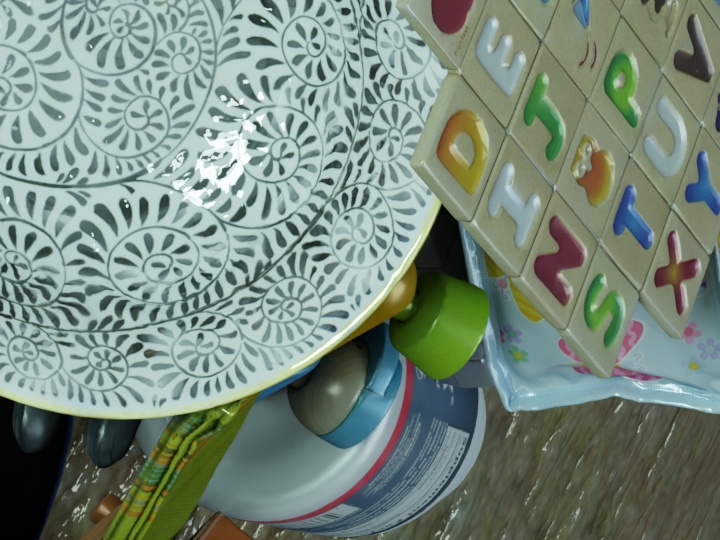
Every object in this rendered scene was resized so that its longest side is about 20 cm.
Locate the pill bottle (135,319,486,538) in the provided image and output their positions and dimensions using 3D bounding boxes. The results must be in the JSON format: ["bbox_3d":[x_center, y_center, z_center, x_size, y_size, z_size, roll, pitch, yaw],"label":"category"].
[{"bbox_3d":[-0.014,0.053,1.212,0.120,0.119,0.200,-65,162,0],"label":"pill bottle"}]

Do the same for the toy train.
[{"bbox_3d":[0.000,0.000,1.009,0.200,0.115,0.085,-31,-142,48],"label":"toy train"}]

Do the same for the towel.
[{"bbox_3d":[-0.061,0.076,0.982,0.086,0.018,0.200,-45,171,-42],"label":"towel"}]

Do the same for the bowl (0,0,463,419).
[{"bbox_3d":[-0.075,-0.062,0.886,0.094,0.200,0.202,-127,-124,-71],"label":"bowl"}]

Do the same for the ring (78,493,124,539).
[{"bbox_3d":[-0.141,0.155,1.020,0.201,0.019,0.200,-50,173,-8],"label":"ring"}]

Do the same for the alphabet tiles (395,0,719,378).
[{"bbox_3d":[0.077,-0.069,0.913,0.200,0.006,0.167,46,59,-45],"label":"alphabet tiles"}]

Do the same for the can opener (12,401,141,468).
[{"bbox_3d":[-0.073,-0.024,0.983,0.079,0.063,0.201,61,34,-55],"label":"can opener"}]

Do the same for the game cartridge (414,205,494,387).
[{"bbox_3d":[0.053,-0.070,1.155,0.130,0.038,0.201,61,40,-46],"label":"game cartridge"}]

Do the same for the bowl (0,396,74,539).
[{"bbox_3d":[-0.165,0.087,0.976,0.201,0.039,0.201,-52,157,-33],"label":"bowl"}]

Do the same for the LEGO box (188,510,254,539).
[{"bbox_3d":[-0.055,0.201,1.126,0.077,0.149,0.200,-51,-177,-34],"label":"LEGO box"}]

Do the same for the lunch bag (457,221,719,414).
[{"bbox_3d":[0.107,-0.070,1.085,0.170,0.127,0.201,-64,147,-52],"label":"lunch bag"}]
